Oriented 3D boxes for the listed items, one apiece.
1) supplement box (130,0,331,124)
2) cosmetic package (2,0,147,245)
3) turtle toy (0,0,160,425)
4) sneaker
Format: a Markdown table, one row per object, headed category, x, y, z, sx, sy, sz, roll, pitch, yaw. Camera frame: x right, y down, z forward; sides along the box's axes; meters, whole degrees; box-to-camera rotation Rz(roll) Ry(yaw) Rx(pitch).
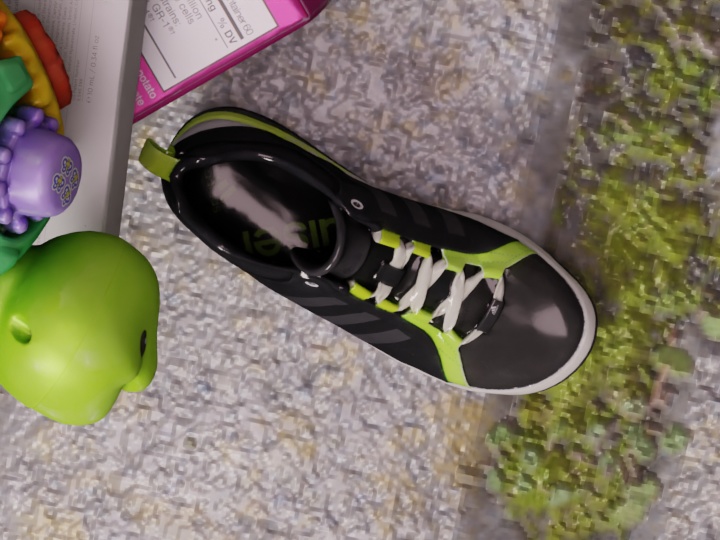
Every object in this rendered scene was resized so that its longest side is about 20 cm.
| category | x | y | z | sx | sy | sz | roll | pitch | yaw |
| --- | --- | --- | --- | --- | --- | --- | --- | --- | --- |
| supplement box | -0.121 | -0.098 | 1.137 | 0.200 | 0.101 | 0.103 | -28 | 97 | 9 |
| cosmetic package | -0.160 | -0.074 | 1.068 | 0.151 | 0.052 | 0.200 | 9 | 102 | 1 |
| turtle toy | -0.142 | -0.033 | 0.990 | 0.101 | 0.146 | 0.200 | -26 | 99 | -12 |
| sneaker | 0.000 | 0.000 | 1.154 | 0.200 | 0.083 | 0.072 | 24 | 103 | 0 |
